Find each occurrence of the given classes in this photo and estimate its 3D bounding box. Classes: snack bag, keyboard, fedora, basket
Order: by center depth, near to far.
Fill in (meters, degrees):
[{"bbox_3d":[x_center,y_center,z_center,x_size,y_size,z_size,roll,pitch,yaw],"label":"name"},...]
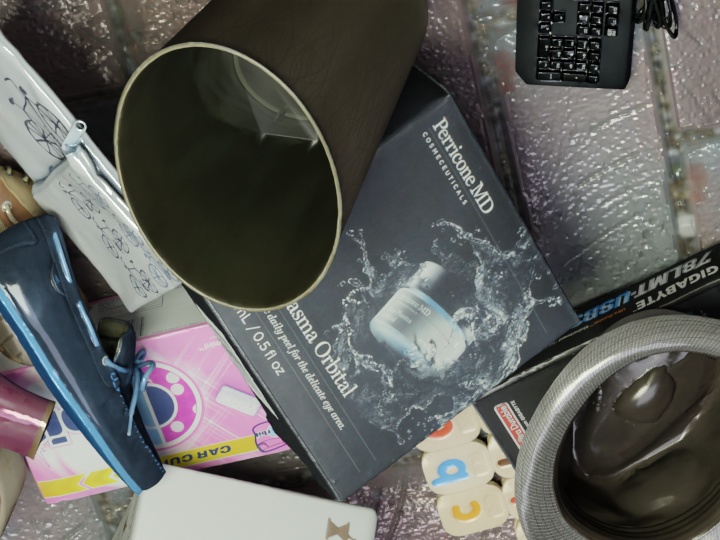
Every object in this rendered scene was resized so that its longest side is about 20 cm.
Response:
[{"bbox_3d":[-0.043,-0.109,1.517,0.135,0.200,0.181,8,130,18],"label":"basket"},{"bbox_3d":[-0.183,-0.062,1.590,0.021,0.188,0.200,-41,96,-15],"label":"snack bag"},{"bbox_3d":[0.150,-0.197,1.611,0.103,0.040,0.201,0,125,0],"label":"keyboard"},{"bbox_3d":[0.186,0.105,1.714,0.176,0.090,0.201,16,113,-14],"label":"fedora"}]

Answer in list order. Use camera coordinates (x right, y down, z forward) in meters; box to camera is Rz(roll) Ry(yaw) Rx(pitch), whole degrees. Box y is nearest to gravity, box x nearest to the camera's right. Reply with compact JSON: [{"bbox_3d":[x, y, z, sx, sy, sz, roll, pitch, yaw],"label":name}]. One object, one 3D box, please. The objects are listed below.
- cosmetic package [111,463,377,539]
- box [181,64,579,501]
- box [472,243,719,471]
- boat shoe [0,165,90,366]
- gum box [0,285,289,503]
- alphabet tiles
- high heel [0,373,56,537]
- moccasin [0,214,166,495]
[{"bbox_3d":[-0.097,0.255,1.792,0.165,0.168,0.200,13,152,-9],"label":"cosmetic package"},{"bbox_3d":[0.000,0.000,1.655,0.200,0.117,0.197,-37,121,-7],"label":"box"},{"bbox_3d":[0.202,0.105,1.796,0.197,0.050,0.201,-26,120,11],"label":"box"},{"bbox_3d":[-0.240,-0.036,1.701,0.072,0.076,0.201,-33,115,-20],"label":"boat shoe"},{"bbox_3d":[-0.148,0.079,1.773,0.198,0.066,0.114,-13,122,8],"label":"gum box"},{"bbox_3d":[0.139,0.118,1.836,0.194,0.015,0.201,-16,123,6],"label":"alphabet tiles"},{"bbox_3d":[-0.270,0.128,1.740,0.096,0.068,0.201,23,131,-4],"label":"high heel"},{"bbox_3d":[-0.170,0.055,1.670,0.068,0.080,0.201,-36,119,-13],"label":"moccasin"}]
